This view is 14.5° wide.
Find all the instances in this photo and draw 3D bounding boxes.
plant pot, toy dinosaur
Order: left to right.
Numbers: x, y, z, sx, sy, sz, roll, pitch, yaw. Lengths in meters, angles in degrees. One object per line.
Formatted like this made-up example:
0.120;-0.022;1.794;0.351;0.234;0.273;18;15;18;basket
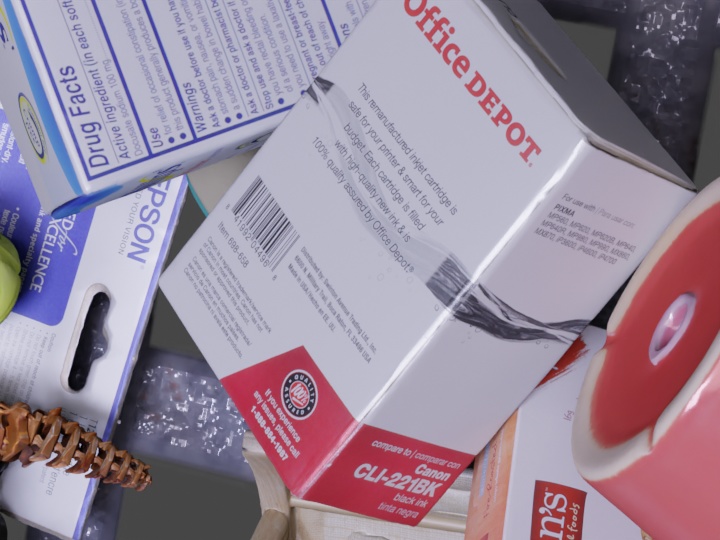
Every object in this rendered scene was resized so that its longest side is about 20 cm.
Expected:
-0.203;0.099;1.342;0.200;0.102;0.136;-7;76;38;toy dinosaur
0.193;0.061;1.119;0.177;0.200;0.201;29;103;-12;plant pot

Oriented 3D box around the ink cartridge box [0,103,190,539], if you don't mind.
-0.195;0.008;1.397;0.199;0.047;0.198;20;99;10;ink cartridge box

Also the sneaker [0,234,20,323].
-0.263;0.004;1.343;0.199;0.084;0.074;-13;62;11;sneaker

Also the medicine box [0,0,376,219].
-0.075;-0.144;1.276;0.199;0.103;0.183;-21;89;-15;medicine box

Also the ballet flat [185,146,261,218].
0.000;0.000;1.327;0.069;0.069;0.200;-41;91;15;ballet flat

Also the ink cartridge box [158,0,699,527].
0.026;-0.015;1.203;0.200;0.084;0.144;-51;49;19;ink cartridge box

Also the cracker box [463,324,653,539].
0.148;0.110;1.233;0.199;0.058;0.134;16;61;-13;cracker box

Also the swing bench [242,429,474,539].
0.027;0.194;1.296;0.198;0.130;0.200;8;57;15;swing bench
